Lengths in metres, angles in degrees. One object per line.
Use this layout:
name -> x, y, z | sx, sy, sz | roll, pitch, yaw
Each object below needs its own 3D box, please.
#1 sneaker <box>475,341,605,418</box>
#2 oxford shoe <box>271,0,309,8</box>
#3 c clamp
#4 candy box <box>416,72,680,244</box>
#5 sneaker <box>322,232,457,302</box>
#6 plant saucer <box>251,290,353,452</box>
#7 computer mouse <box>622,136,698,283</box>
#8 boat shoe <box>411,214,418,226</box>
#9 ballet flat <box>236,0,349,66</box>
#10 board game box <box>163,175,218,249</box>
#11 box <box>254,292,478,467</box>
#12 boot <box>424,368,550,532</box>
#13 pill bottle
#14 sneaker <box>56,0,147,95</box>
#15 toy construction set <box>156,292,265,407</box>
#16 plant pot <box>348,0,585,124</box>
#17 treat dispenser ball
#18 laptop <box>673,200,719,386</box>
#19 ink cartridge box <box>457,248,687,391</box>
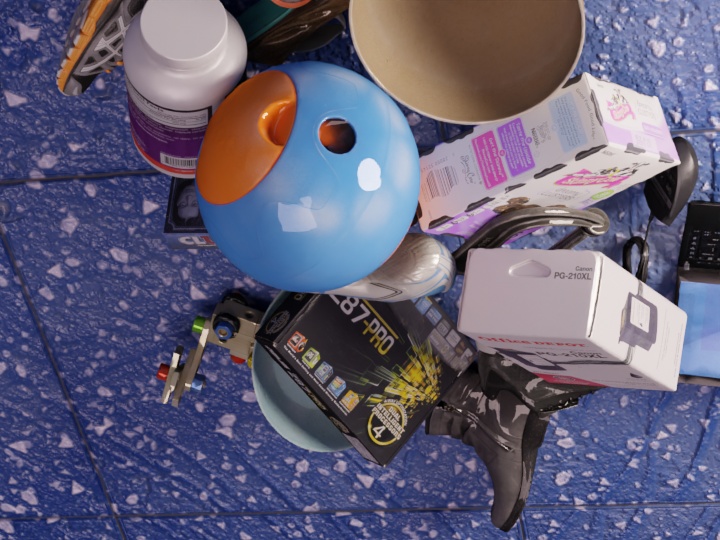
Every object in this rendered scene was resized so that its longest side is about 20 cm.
sneaker -> 0.212, 0.110, 1.835 | 0.198, 0.066, 0.091 | 7, 106, 11
oxford shoe -> -0.029, -0.328, 1.537 | 0.071, 0.073, 0.201 | 29, 109, -19
c clamp -> 0.171, -0.025, 1.696 | 0.169, 0.027, 0.200 | 1, 161, -16
candy box -> 0.167, -0.098, 1.622 | 0.199, 0.072, 0.167 | -25, 164, 29
sneaker -> 0.000, 0.000, 1.711 | 0.198, 0.072, 0.073 | 3, 152, 30
plant saucer -> -0.031, 0.086, 1.840 | 0.201, 0.201, 0.039 | 50, 164, -27
computer mouse -> 0.291, -0.046, 1.714 | 0.034, 0.059, 0.201 | -6, 137, -19
boat shoe -> -0.040, -0.067, 1.750 | 0.198, 0.071, 0.071 | 0, 125, 12
ballet flat -> -0.032, -0.244, 1.614 | 0.072, 0.068, 0.199 | 26, 133, -37
board game box -> -0.082, -0.088, 1.700 | 0.198, 0.137, 0.035 | -1, 154, 12
box -> 0.008, 0.076, 1.809 | 0.200, 0.161, 0.049 | 50, 161, -28
boot -> 0.131, 0.188, 1.939 | 0.130, 0.070, 0.202 | 13, 120, 4
pill bottle -> -0.159, -0.174, 1.617 | 0.111, 0.113, 0.200 | 12, 156, 1
sneaker -> -0.224, -0.229, 1.655 | 0.077, 0.079, 0.200 | 23, 133, -22
toy construction set -> -0.116, 0.101, 1.901 | 0.198, 0.093, 0.132 | 9, 132, -10
plant pot -> 0.097, -0.246, 1.531 | 0.198, 0.135, 0.202 | 5, 130, 6
treat dispenser ball -> -0.046, -0.082, 1.555 | 0.199, 0.202, 0.202 | 6, 130, 7
laptop -> 0.393, 0.029, 1.714 | 0.175, 0.104, 0.200 | 5, 153, 7
ink cartridge box -> 0.202, 0.048, 1.681 | 0.144, 0.085, 0.200 | 2, 164, 34
